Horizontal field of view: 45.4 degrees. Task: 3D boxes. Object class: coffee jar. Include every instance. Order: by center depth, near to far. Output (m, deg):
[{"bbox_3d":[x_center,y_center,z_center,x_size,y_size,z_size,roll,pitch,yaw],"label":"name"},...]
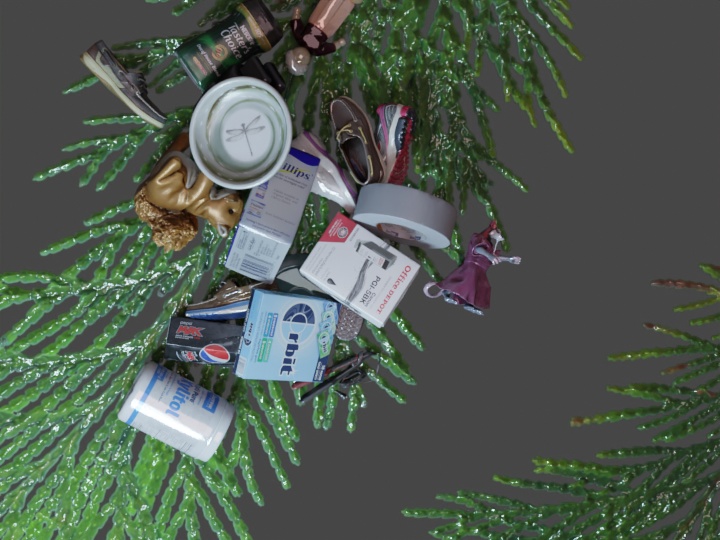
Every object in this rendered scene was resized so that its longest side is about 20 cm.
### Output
[{"bbox_3d":[-0.251,-0.436,1.662,0.200,0.085,0.104,-37,102,-4],"label":"coffee jar"}]

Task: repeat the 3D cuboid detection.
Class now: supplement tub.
[{"bbox_3d":[-0.367,0.280,1.715,0.200,0.132,0.132,29,92,-12],"label":"supplement tub"}]

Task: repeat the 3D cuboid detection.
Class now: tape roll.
[{"bbox_3d":[0.088,-0.106,1.702,0.200,0.200,0.066,17,79,-11],"label":"tape roll"}]

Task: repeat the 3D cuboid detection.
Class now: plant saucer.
[{"bbox_3d":[-0.209,-0.245,1.551,0.199,0.050,0.201,0,90,17],"label":"plant saucer"},{"bbox_3d":[-0.128,0.066,1.781,0.199,0.027,0.201,-1,98,-9],"label":"plant saucer"}]

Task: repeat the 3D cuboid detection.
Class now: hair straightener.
[{"bbox_3d":[-0.042,0.231,1.816,0.199,0.041,0.077,-26,101,-10],"label":"hair straightener"}]

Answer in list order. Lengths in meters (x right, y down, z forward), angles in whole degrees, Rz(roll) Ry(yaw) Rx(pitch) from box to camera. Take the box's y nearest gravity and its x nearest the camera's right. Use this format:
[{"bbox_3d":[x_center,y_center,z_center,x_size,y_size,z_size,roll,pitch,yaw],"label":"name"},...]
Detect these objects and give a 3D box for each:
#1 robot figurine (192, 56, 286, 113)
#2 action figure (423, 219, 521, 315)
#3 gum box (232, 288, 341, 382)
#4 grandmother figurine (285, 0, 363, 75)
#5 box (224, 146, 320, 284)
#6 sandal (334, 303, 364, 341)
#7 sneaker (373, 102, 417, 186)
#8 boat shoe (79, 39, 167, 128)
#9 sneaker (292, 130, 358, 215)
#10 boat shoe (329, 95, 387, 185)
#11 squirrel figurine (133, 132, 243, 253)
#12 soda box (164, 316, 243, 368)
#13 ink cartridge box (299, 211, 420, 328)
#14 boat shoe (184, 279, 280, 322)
[{"bbox_3d":[-0.232,-0.312,1.643,0.150,0.125,0.200,35,118,-21],"label":"robot figurine"},{"bbox_3d":[0.244,-0.014,1.816,0.149,0.134,0.201,13,81,31],"label":"action figure"},{"bbox_3d":[-0.142,0.132,1.703,0.200,0.044,0.171,10,96,-43],"label":"gum box"},{"bbox_3d":[-0.086,-0.476,1.701,0.121,0.061,0.200,33,88,-4],"label":"grandmother figurine"},{"bbox_3d":[-0.168,-0.109,1.634,0.105,0.184,0.201,21,61,-8],"label":"box"},{"bbox_3d":[-0.002,0.049,1.786,0.075,0.048,0.201,27,90,1],"label":"sandal"},{"bbox_3d":[0.059,-0.241,1.754,0.074,0.081,0.201,20,107,24],"label":"sneaker"},{"bbox_3d":[-0.443,-0.358,1.647,0.201,0.072,0.066,42,94,-8],"label":"boat shoe"},{"bbox_3d":[-0.080,-0.184,1.744,0.100,0.075,0.200,-36,103,16],"label":"sneaker"},{"bbox_3d":[-0.013,-0.258,1.713,0.072,0.059,0.201,-27,83,31],"label":"boat shoe"},{"bbox_3d":[-0.332,-0.131,1.682,0.187,0.142,0.200,39,104,-22],"label":"squirrel figurine"},{"bbox_3d":[-0.289,0.148,1.731,0.199,0.063,0.071,8,53,-10],"label":"soda box"},{"bbox_3d":[0.000,0.000,1.721,0.200,0.083,0.147,33,82,4],"label":"ink cartridge box"},{"bbox_3d":[-0.257,0.058,1.738,0.199,0.072,0.073,-8,73,4],"label":"boat shoe"}]
